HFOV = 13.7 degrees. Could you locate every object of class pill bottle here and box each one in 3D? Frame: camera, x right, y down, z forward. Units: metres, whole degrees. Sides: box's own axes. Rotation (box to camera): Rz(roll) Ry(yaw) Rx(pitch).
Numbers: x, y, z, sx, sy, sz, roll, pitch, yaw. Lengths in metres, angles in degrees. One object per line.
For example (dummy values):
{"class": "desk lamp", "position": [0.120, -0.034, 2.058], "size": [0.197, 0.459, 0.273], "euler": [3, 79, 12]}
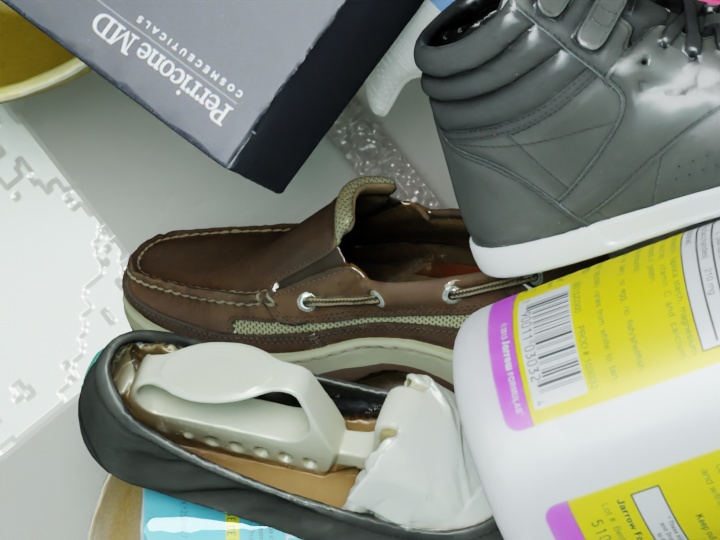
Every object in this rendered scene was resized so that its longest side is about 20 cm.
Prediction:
{"class": "pill bottle", "position": [0.138, 0.031, 0.971], "size": [0.200, 0.104, 0.104], "euler": [-20, 85, 15]}

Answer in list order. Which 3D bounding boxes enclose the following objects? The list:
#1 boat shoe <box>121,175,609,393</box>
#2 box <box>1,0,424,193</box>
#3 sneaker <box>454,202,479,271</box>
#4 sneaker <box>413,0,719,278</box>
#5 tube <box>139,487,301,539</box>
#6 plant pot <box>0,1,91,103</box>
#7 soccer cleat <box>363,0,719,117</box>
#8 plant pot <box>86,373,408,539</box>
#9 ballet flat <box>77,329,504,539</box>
{"class": "boat shoe", "position": [0.003, -0.003, 1.088], "size": [0.202, 0.075, 0.075], "euler": [5, 125, 23]}
{"class": "box", "position": [-0.058, -0.157, 0.973], "size": [0.200, 0.104, 0.182], "euler": [38, 91, 8]}
{"class": "sneaker", "position": [0.082, -0.093, 1.124], "size": [0.085, 0.073, 0.200], "euler": [38, 103, 43]}
{"class": "sneaker", "position": [0.106, -0.074, 0.967], "size": [0.200, 0.071, 0.099], "euler": [-21, 114, 22]}
{"class": "tube", "position": [0.020, 0.095, 1.099], "size": [0.200, 0.050, 0.078], "euler": [-2, 93, 3]}
{"class": "plant pot", "position": [-0.134, -0.153, 1.108], "size": [0.200, 0.142, 0.200], "euler": [0, 87, 8]}
{"class": "soccer cleat", "position": [0.095, -0.074, 1.048], "size": [0.200, 0.070, 0.086], "euler": [12, 114, 4]}
{"class": "plant pot", "position": [-0.005, 0.120, 1.134], "size": [0.200, 0.027, 0.200], "euler": [-1, 86, 8]}
{"class": "ballet flat", "position": [-0.007, 0.065, 1.049], "size": [0.200, 0.068, 0.068], "euler": [12, 56, 9]}
